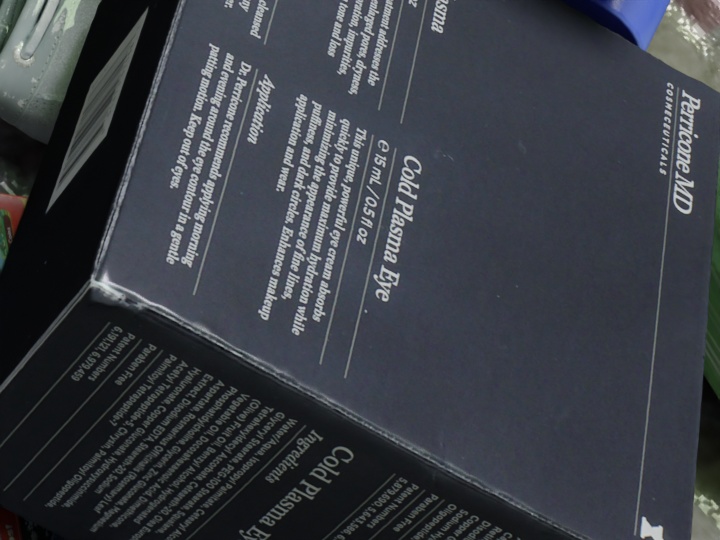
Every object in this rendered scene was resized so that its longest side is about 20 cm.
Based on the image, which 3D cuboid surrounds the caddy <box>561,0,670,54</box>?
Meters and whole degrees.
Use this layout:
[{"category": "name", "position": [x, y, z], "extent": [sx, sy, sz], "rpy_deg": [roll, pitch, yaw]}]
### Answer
[{"category": "caddy", "position": [0.036, -0.150, 0.751], "extent": [0.199, 0.142, 0.105], "rpy_deg": [21, 66, 1]}]

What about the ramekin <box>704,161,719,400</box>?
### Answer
[{"category": "ramekin", "position": [0.201, -0.016, 0.879], "extent": [0.199, 0.200, 0.098], "rpy_deg": [-19, 78, -41]}]

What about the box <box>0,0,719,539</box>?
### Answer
[{"category": "box", "position": [0.000, 0.000, 0.693], "extent": [0.182, 0.104, 0.201], "rpy_deg": [29, 45, -16]}]

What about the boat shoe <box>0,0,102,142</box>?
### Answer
[{"category": "boat shoe", "position": [-0.088, -0.137, 0.820], "extent": [0.071, 0.070, 0.202], "rpy_deg": [19, 67, -23]}]

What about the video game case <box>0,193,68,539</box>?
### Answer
[{"category": "video game case", "position": [-0.086, 0.047, 0.698], "extent": [0.200, 0.017, 0.144], "rpy_deg": [8, 65, -53]}]
